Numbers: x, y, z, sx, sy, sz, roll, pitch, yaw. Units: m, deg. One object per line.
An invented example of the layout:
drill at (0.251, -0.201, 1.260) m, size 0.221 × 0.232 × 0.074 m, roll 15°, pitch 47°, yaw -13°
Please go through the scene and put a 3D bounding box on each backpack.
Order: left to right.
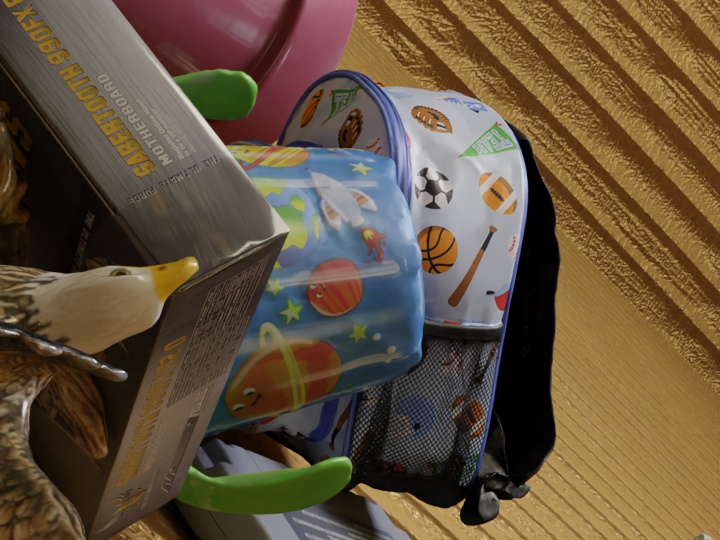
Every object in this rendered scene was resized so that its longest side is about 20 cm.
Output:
backpack at (0.000, 0.000, 1.053) m, size 0.154 × 0.191 × 0.200 m, roll 14°, pitch 6°, yaw -30°

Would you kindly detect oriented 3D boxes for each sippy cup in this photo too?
sippy cup at (-0.046, 0.005, 0.905) m, size 0.140 × 0.130 × 0.178 m, roll -168°, pitch -110°, yaw -76°

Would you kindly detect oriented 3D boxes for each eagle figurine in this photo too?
eagle figurine at (-0.113, 0.033, 0.608) m, size 0.152 × 0.151 × 0.200 m, roll 33°, pitch 22°, yaw -17°

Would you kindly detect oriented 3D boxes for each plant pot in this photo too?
plant pot at (-0.127, -0.174, 1.229) m, size 0.179 × 0.200 × 0.200 m, roll 25°, pitch 25°, yaw -54°

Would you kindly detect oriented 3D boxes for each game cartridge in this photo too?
game cartridge at (-0.004, 0.148, 0.979) m, size 0.133 × 0.042 × 0.200 m, roll 58°, pitch 12°, yaw 27°

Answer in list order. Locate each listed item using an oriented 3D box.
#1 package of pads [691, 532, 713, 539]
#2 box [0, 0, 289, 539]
package of pads at (0.309, 0.304, 1.688) m, size 0.155 × 0.068 × 0.200 m, roll 46°, pitch 10°, yaw -13°
box at (-0.108, -0.012, 0.760) m, size 0.159 × 0.048 × 0.200 m, roll 52°, pitch -30°, yaw 16°
